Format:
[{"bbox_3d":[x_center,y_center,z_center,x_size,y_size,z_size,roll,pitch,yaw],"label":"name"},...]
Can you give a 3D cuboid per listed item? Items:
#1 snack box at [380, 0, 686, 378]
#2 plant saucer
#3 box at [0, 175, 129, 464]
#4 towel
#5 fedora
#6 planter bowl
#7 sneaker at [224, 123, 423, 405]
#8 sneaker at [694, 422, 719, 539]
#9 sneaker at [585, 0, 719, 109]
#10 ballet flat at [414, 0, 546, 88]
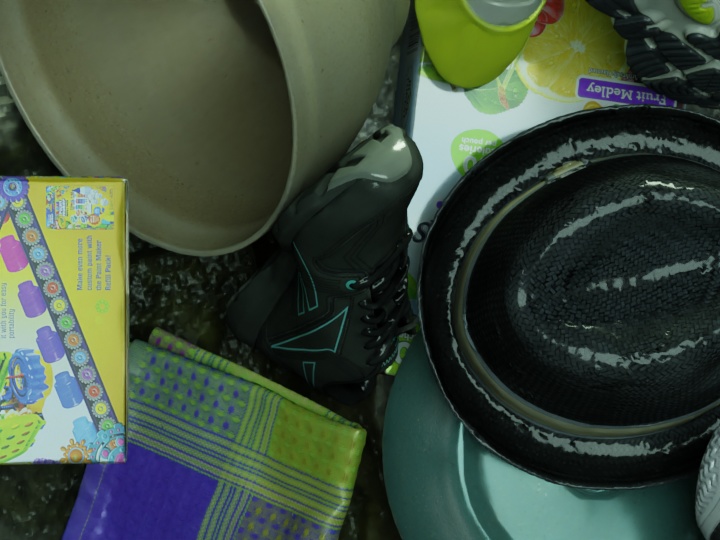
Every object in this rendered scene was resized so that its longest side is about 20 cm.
[{"bbox_3d":[0.086,-0.040,1.219,0.142,0.053,0.201,7,88,-10],"label":"snack box"},{"bbox_3d":[0.111,0.086,1.181,0.199,0.036,0.201,0,91,-12],"label":"plant saucer"},{"bbox_3d":[-0.209,0.023,1.078,0.192,0.200,0.122,1,88,-11],"label":"box"},{"bbox_3d":[-0.085,0.142,1.137,0.143,0.023,0.201,23,93,28],"label":"towel"},{"bbox_3d":[0.128,0.008,1.113,0.200,0.092,0.201,1,84,-5],"label":"fedora"},{"bbox_3d":[-0.062,-0.124,1.137,0.135,0.200,0.201,-34,95,-39],"label":"planter bowl"},{"bbox_3d":[0.000,0.000,1.118,0.075,0.200,0.079,-40,82,-26],"label":"sneaker"},{"bbox_3d":[0.226,0.150,1.129,0.075,0.115,0.200,-53,141,-31],"label":"sneaker"},{"bbox_3d":[0.158,-0.140,1.146,0.200,0.077,0.080,45,51,-46],"label":"sneaker"},{"bbox_3d":[0.067,-0.176,1.125,0.067,0.067,0.201,-2,110,-25],"label":"ballet flat"}]
